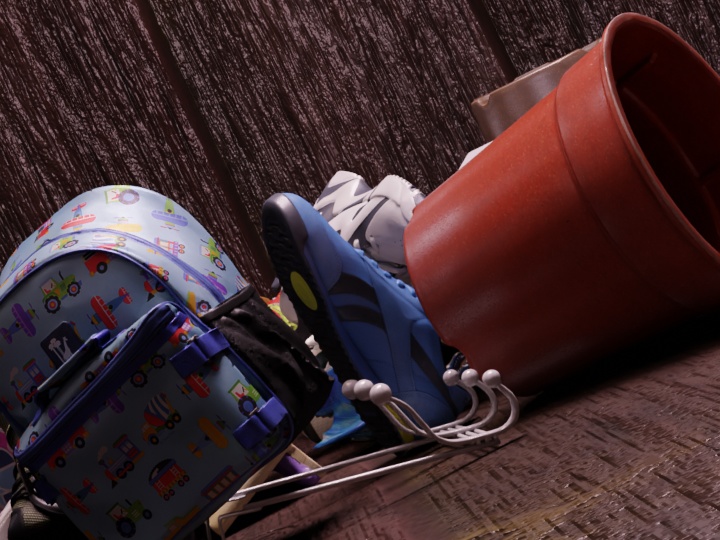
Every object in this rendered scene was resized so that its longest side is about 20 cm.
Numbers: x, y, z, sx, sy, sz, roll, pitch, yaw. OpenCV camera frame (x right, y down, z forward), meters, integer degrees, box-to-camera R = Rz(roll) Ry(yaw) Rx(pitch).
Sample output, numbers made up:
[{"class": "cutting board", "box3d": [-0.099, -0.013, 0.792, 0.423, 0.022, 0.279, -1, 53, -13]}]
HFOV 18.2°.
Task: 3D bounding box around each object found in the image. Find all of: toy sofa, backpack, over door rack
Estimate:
[{"class": "toy sofa", "box3d": [-0.095, 0.144, 1.633, 0.083, 0.097, 0.200, -51, 5, -6]}, {"class": "backpack", "box3d": [-0.143, 0.058, 1.371, 0.182, 0.200, 0.135, -38, 4, 22]}, {"class": "over door rack", "box3d": [-0.010, 0.110, 1.385, 0.199, 0.067, 0.148, -26, 1, -7]}]

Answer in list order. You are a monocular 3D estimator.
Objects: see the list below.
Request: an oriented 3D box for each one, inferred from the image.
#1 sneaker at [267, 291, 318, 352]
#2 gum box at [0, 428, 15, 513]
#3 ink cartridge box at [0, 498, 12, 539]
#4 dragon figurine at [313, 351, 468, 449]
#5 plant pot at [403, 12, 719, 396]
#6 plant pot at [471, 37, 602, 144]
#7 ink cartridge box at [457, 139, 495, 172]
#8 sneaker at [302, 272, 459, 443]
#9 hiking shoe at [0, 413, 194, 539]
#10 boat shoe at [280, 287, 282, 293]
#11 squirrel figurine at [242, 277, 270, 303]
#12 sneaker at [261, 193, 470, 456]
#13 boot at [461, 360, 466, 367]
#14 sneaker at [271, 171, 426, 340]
[{"class": "sneaker", "box3d": [-0.063, 0.052, 1.771, 0.199, 0.085, 0.077, -4, -47, -20]}, {"class": "gum box", "box3d": [-0.258, 0.141, 1.769, 0.113, 0.201, 0.066, -26, 1, 39]}, {"class": "ink cartridge box", "box3d": [-0.194, 0.140, 1.616, 0.200, 0.067, 0.116, -56, 6, -23]}, {"class": "dragon figurine", "box3d": [-0.008, 0.096, 1.630, 0.200, 0.100, 0.059, -35, -18, 31]}, {"class": "plant pot", "box3d": [0.145, -0.028, 1.436, 0.195, 0.201, 0.201, -34, -2, 30]}, {"class": "plant pot", "box3d": [0.202, -0.087, 1.906, 0.199, 0.199, 0.200, -25, 3, 1]}, {"class": "ink cartridge box", "box3d": [0.159, -0.035, 1.637, 0.084, 0.144, 0.200, -59, 15, -22]}, {"class": "sneaker", "box3d": [0.017, 0.081, 1.704, 0.075, 0.088, 0.200, 11, -47, -35]}, {"class": "hiking shoe", "box3d": [-0.203, 0.136, 1.488, 0.100, 0.200, 0.076, -30, -30, -38]}, {"class": "boat shoe", "box3d": [-0.036, 0.059, 1.906, 0.072, 0.062, 0.200, 5, -21, -4]}, {"class": "squirrel figurine", "box3d": [-0.128, 0.082, 1.886, 0.199, 0.142, 0.187, 2, 57, 48]}, {"class": "sneaker", "box3d": [0.006, 0.024, 1.491, 0.078, 0.201, 0.066, -36, 16, -17]}, {"class": "boot", "box3d": [0.023, 0.056, 1.885, 0.199, 0.097, 0.075, -24, 3, 39]}, {"class": "sneaker", "box3d": [0.000, 0.000, 1.638, 0.130, 0.079, 0.199, -59, 29, -7]}]
